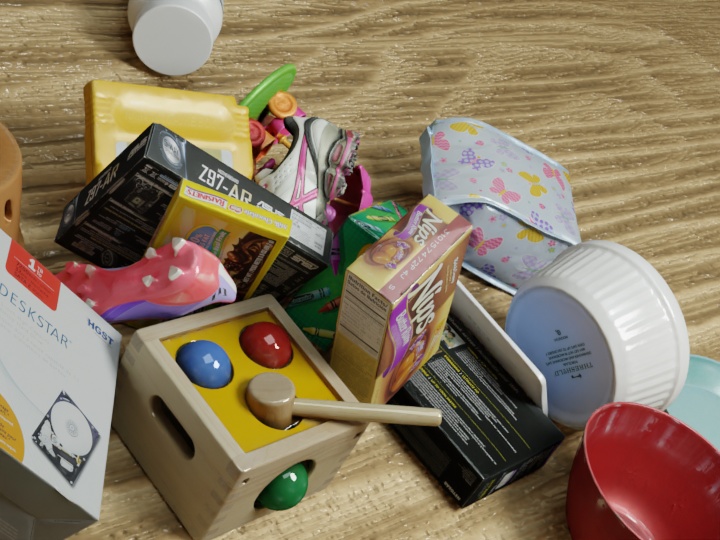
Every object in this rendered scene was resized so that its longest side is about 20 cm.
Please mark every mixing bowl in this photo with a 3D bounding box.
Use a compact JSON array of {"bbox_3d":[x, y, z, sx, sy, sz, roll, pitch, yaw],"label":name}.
[{"bbox_3d":[0.276,0.239,1.218,0.199,0.109,0.201,19,37,-15],"label":"mixing bowl"}]

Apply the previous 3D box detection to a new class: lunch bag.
[{"bbox_3d":[0.153,-0.080,1.505,0.199,0.127,0.170,27,36,-23],"label":"lunch bag"}]

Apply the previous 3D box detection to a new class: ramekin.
[{"bbox_3d":[0.240,0.076,1.324,0.094,0.203,0.203,-19,58,-35],"label":"ramekin"}]

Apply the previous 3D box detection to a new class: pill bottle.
[{"bbox_3d":[-0.225,-0.332,1.535,0.115,0.116,0.200,18,37,-18],"label":"pill bottle"}]

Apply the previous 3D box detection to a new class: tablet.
[{"bbox_3d":[0.130,0.069,1.323,0.014,0.130,0.200,-36,64,-8],"label":"tablet"}]

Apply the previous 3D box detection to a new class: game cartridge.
[{"bbox_3d":[-0.185,-0.081,1.236,0.176,0.032,0.201,1,82,-36],"label":"game cartridge"}]

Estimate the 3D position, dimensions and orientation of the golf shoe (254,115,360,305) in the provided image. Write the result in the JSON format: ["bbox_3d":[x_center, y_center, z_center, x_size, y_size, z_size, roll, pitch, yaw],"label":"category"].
[{"bbox_3d":[-0.072,-0.062,1.295,0.092,0.201,0.073,20,-10,2],"label":"golf shoe"}]

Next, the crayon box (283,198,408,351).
[{"bbox_3d":[0.000,0.000,1.241,0.058,0.119,0.200,36,13,6],"label":"crayon box"}]

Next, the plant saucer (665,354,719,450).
[{"bbox_3d":[0.423,0.184,1.460,0.199,0.036,0.200,20,36,-15],"label":"plant saucer"}]

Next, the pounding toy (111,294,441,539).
[{"bbox_3d":[-0.076,0.121,1.069,0.184,0.142,0.200,-15,56,-46],"label":"pounding toy"}]

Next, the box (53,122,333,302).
[{"bbox_3d":[-0.150,-0.030,1.133,0.200,0.160,0.044,31,46,-26],"label":"box"}]

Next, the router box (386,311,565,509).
[{"bbox_3d":[0.091,0.130,1.261,0.149,0.051,0.200,-14,55,-48],"label":"router box"}]

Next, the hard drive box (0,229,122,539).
[{"bbox_3d":[-0.270,0.090,0.963,0.156,0.077,0.200,47,23,-35],"label":"hard drive box"}]

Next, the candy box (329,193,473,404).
[{"bbox_3d":[0.032,0.037,1.127,0.056,0.200,0.117,37,57,17],"label":"candy box"}]

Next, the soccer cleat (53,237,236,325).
[{"bbox_3d":[-0.201,0.024,1.089,0.076,0.199,0.067,42,42,-44],"label":"soccer cleat"}]

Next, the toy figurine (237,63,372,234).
[{"bbox_3d":[-0.076,-0.095,1.368,0.184,0.150,0.200,44,58,2],"label":"toy figurine"}]

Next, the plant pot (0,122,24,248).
[{"bbox_3d":[-0.374,-0.059,1.069,0.199,0.140,0.200,21,35,-15],"label":"plant pot"}]

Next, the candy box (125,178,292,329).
[{"bbox_3d":[-0.144,0.002,1.115,0.102,0.200,0.026,22,49,-13],"label":"candy box"}]
